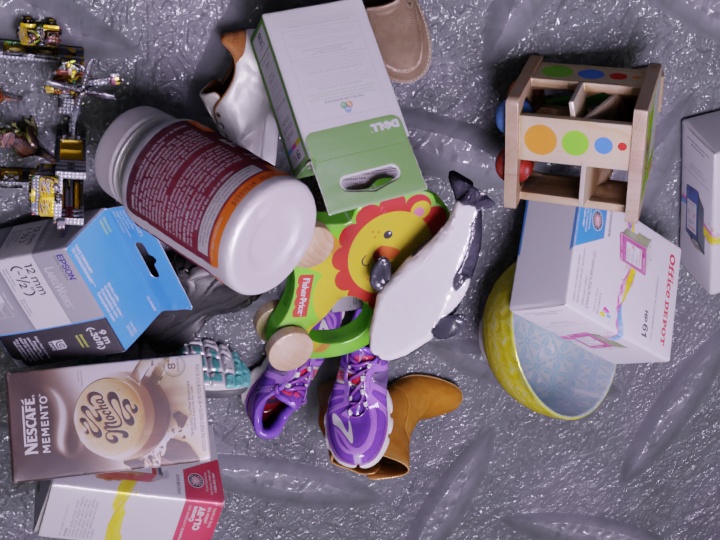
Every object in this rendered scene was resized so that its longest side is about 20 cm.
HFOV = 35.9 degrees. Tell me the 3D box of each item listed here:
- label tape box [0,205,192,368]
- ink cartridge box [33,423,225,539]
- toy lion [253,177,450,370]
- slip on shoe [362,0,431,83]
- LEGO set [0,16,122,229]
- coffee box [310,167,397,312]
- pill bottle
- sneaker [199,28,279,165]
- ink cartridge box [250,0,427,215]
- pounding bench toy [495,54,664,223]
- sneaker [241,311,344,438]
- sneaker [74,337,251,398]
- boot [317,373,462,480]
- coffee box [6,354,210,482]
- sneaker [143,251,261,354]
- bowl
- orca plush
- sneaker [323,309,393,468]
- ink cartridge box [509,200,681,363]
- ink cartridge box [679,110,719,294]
[{"bbox_3d":[-0.296,0.019,1.155,0.199,0.066,0.144,-8,127,18],"label":"label tape box"},{"bbox_3d":[-0.270,0.241,1.296,0.199,0.145,0.084,11,119,-21],"label":"ink cartridge box"},{"bbox_3d":[0.000,0.000,1.126,0.191,0.069,0.201,-2,124,-23],"label":"toy lion"},{"bbox_3d":[0.020,-0.264,1.087,0.076,0.061,0.201,-22,126,1],"label":"slip on shoe"},{"bbox_3d":[-0.319,-0.127,1.054,0.153,0.116,0.201,9,120,-20],"label":"LEGO set"},{"bbox_3d":[-0.006,-0.072,1.176,0.079,0.113,0.201,-7,124,-10],"label":"coffee box"},{"bbox_3d":[-0.147,-0.071,1.027,0.114,0.200,0.115,-36,143,-33],"label":"pill bottle"},{"bbox_3d":[-0.124,-0.147,1.127,0.084,0.073,0.201,3,111,-13],"label":"sneaker"},{"bbox_3d":[-0.022,-0.147,1.041,0.103,0.201,0.059,-15,169,-22],"label":"ink cartridge box"},{"bbox_3d":[0.234,-0.159,1.183,0.155,0.200,0.125,8,124,18],"label":"pounding bench toy"},{"bbox_3d":[-0.072,0.113,1.291,0.080,0.084,0.201,14,118,-22],"label":"sneaker"},{"bbox_3d":[-0.228,0.131,1.287,0.199,0.078,0.092,4,131,-8],"label":"sneaker"},{"bbox_3d":[0.046,0.194,1.348,0.200,0.144,0.071,4,123,-17],"label":"boot"},{"bbox_3d":[-0.264,0.155,1.172,0.199,0.080,0.114,-5,83,-11],"label":"coffee box"},{"bbox_3d":[-0.172,0.009,1.215,0.200,0.076,0.091,-35,118,8],"label":"sneaker"},{"bbox_3d":[0.205,0.077,1.319,0.200,0.201,0.107,38,150,-32],"label":"bowl"},{"bbox_3d":[0.069,-0.004,1.106,0.105,0.071,0.201,17,109,9],"label":"orca plush"},{"bbox_3d":[-0.002,0.122,1.263,0.080,0.201,0.084,2,159,8],"label":"sneaker"},{"bbox_3d":[0.272,0.009,1.261,0.199,0.145,0.084,26,157,-38],"label":"ink cartridge box"},{"bbox_3d":[0.458,-0.088,1.303,0.144,0.088,0.201,-14,127,-6],"label":"ink cartridge box"}]
